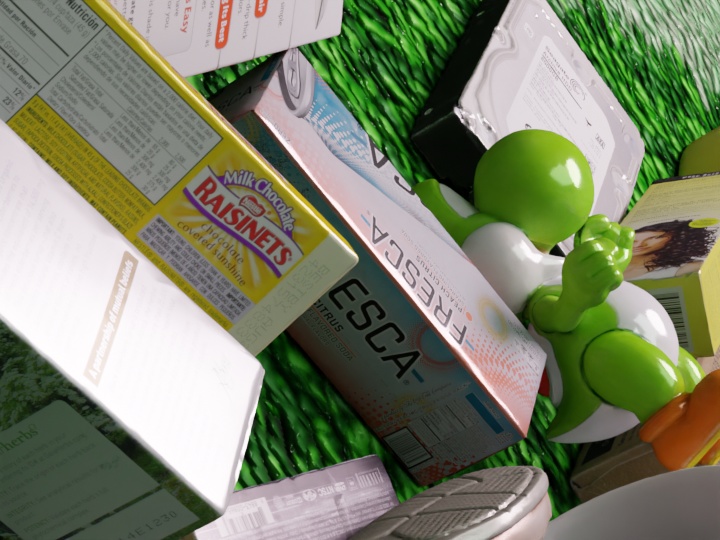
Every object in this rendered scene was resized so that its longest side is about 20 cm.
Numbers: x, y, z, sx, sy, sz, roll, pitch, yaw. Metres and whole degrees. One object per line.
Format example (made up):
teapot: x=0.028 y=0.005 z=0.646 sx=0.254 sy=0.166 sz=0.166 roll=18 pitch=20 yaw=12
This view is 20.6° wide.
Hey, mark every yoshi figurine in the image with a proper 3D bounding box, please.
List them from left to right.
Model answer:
yoshi figurine: x=0.114 y=0.003 z=0.968 sx=0.200 sy=0.112 sz=0.112 roll=39 pitch=55 yaw=17

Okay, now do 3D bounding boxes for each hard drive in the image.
hard drive: x=0.104 y=-0.076 z=1.154 sx=0.140 sy=0.038 sz=0.200 roll=52 pitch=29 yaw=-15

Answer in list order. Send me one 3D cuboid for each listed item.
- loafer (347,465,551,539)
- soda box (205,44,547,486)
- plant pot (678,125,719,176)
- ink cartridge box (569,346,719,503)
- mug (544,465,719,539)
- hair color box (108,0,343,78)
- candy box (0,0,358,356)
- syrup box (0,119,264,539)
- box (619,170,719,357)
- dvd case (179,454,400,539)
loafer: x=0.019 y=0.137 z=0.783 sx=0.200 sy=0.072 sz=0.063 roll=-28 pitch=105 yaw=-55
soda box: x=0.000 y=0.000 z=0.897 sx=0.200 sy=0.064 sz=0.068 roll=50 pitch=31 yaw=-19
plant pot: x=0.349 y=-0.041 z=1.351 sx=0.201 sy=0.189 sz=0.201 roll=37 pitch=38 yaw=-35
ink cartridge box: x=0.212 y=0.137 z=1.096 sx=0.200 sy=0.075 sz=0.165 roll=54 pitch=28 yaw=-10
mug: x=0.137 y=0.193 z=0.869 sx=0.176 sy=0.147 sz=0.200 roll=63 pitch=-7 yaw=-10
hair color box: x=-0.081 y=-0.139 z=0.807 sx=0.200 sy=0.064 sz=0.111 roll=-23 pitch=128 yaw=-51
candy box: x=-0.102 y=-0.037 z=0.733 sx=0.200 sy=0.102 sz=0.026 roll=45 pitch=3 yaw=-26
syrup box: x=-0.131 y=0.011 z=0.665 sx=0.200 sy=0.079 sz=0.082 roll=46 pitch=33 yaw=-25
box: x=0.180 y=-0.006 z=1.111 sx=0.200 sy=0.075 sz=0.050 roll=-43 pitch=122 yaw=-63
dvd case: x=0.005 y=0.177 z=0.796 sx=0.149 sy=0.016 sz=0.200 roll=-6 pitch=69 yaw=-59
